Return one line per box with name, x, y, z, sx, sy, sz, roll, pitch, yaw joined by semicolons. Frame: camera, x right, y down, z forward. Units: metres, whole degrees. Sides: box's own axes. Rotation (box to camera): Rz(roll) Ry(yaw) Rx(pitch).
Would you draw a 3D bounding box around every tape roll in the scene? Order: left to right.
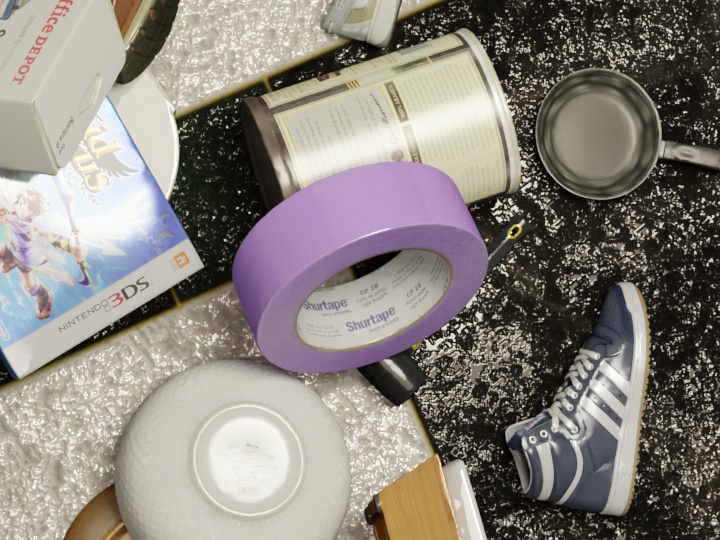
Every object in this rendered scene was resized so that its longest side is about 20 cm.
tape roll;-0.251;-0.101;1.721;0.201;0.037;0.204;0;86;-6
tape roll;0.000;0.000;1.640;0.199;0.200;0.066;-20;61;-8

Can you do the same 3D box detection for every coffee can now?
coffee can;0.016;-0.103;1.699;0.199;0.146;0.147;-19;89;-8

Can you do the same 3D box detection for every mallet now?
mallet;0.068;0.021;1.757;0.066;0.041;0.200;37;78;-1

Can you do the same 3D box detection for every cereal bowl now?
cereal bowl;-0.099;0.164;1.675;0.199;0.083;0.201;5;70;-14

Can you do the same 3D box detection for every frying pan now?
frying pan;0.243;-0.126;1.788;0.189;0.031;0.116;-10;88;-11

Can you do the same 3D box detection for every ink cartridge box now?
ink cartridge box;-0.305;-0.163;1.602;0.199;0.088;0.146;10;52;17

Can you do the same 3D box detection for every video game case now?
video game case;-0.254;-0.043;1.661;0.181;0.045;0.201;-32;100;-16

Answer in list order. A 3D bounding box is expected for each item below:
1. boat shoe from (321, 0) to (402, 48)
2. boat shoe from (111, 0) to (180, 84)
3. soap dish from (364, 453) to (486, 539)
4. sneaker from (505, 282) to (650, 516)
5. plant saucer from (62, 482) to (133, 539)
boat shoe;0.016;-0.290;1.725;0.064;0.075;0.203;13;116;2
boat shoe;-0.188;-0.249;1.716;0.073;0.076;0.201;17;64;7
soap dish;0.064;0.257;1.665;0.081;0.157;0.201;-13;81;-6
sneaker;0.185;0.107;1.745;0.108;0.070;0.201;6;88;-9
plant saucer;-0.159;0.267;1.708;0.199;0.035;0.202;1;86;-7
